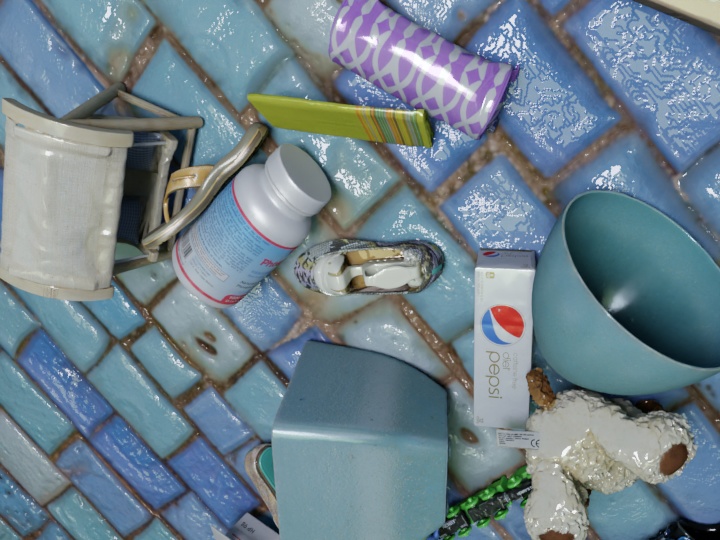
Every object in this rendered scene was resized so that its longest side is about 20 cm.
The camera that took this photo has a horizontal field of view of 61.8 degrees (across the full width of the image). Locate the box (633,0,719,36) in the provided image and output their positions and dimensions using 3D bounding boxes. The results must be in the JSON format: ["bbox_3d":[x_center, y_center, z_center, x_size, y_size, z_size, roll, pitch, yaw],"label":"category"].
[{"bbox_3d":[0.297,-0.254,0.511,0.196,0.095,0.079,26,117,8],"label":"box"}]

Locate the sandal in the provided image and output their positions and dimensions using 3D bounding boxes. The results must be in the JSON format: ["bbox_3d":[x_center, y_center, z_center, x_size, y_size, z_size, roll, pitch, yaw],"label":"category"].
[{"bbox_3d":[-0.189,-0.107,0.708,0.054,0.080,0.200,43,93,-14],"label":"sandal"}]

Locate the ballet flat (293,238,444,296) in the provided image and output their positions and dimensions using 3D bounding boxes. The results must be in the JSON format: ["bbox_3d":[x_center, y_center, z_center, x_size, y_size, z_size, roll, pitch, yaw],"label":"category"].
[{"bbox_3d":[0.000,0.000,0.720,0.195,0.072,0.074,-4,110,19],"label":"ballet flat"}]

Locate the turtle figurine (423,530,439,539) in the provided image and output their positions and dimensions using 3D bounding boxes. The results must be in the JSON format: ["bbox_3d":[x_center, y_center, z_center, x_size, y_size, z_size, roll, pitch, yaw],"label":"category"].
[{"bbox_3d":[0.009,0.389,0.794,0.192,0.141,0.206,2,79,54],"label":"turtle figurine"}]

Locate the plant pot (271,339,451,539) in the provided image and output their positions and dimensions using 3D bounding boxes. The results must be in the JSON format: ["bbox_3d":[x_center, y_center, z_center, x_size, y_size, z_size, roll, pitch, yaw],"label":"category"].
[{"bbox_3d":[0.012,0.224,0.744,0.194,0.197,0.201,2,112,7],"label":"plant pot"}]

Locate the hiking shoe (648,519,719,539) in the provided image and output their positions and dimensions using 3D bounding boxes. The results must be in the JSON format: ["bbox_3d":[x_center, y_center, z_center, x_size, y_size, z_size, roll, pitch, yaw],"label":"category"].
[{"bbox_3d":[0.381,0.348,0.744,0.195,0.074,0.089,-13,100,11],"label":"hiking shoe"}]

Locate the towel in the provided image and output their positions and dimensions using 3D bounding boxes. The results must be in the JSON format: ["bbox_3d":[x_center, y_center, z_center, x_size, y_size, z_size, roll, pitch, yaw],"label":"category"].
[{"bbox_3d":[-0.019,-0.167,0.654,0.194,0.086,0.019,10,83,14],"label":"towel"}]

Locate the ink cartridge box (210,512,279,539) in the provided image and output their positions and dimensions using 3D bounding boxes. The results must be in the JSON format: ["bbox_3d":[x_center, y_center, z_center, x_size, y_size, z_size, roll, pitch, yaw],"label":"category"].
[{"bbox_3d":[-0.144,0.454,0.910,0.114,0.066,0.205,14,127,39],"label":"ink cartridge box"}]

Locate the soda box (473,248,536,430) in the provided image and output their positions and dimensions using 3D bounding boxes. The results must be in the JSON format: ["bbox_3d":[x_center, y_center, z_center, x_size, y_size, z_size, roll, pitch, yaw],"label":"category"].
[{"bbox_3d":[0.167,0.080,0.702,0.066,0.064,0.206,2,112,15],"label":"soda box"}]

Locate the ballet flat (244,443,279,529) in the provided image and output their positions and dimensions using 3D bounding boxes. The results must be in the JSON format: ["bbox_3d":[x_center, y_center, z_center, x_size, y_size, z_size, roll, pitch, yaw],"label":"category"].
[{"bbox_3d":[-0.113,0.348,0.905,0.066,0.068,0.204,-19,100,43],"label":"ballet flat"}]

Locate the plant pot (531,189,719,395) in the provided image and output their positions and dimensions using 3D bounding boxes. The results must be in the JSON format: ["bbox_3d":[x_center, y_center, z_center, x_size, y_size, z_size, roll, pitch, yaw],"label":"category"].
[{"bbox_3d":[0.250,0.041,0.603,0.197,0.201,0.136,32,137,2],"label":"plant pot"}]

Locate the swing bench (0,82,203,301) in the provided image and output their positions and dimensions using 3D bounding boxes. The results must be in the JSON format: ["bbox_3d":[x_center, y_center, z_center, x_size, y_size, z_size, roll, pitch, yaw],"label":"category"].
[{"bbox_3d":[-0.302,-0.092,0.705,0.127,0.200,0.203,22,116,7],"label":"swing bench"}]

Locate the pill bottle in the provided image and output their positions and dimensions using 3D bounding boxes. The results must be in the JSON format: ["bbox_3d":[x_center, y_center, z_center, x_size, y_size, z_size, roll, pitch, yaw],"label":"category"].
[{"bbox_3d":[-0.128,-0.052,0.717,0.199,0.109,0.109,-39,96,27],"label":"pill bottle"}]

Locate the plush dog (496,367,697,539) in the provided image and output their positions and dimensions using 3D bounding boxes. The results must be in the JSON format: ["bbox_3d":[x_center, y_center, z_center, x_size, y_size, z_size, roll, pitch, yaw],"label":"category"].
[{"bbox_3d":[0.258,0.197,0.674,0.200,0.162,0.171,-44,139,15],"label":"plush dog"}]

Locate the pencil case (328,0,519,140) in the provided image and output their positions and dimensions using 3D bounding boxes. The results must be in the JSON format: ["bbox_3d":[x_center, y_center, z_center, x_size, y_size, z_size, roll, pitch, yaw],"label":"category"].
[{"bbox_3d":[0.063,-0.212,0.610,0.196,0.084,0.087,28,82,2],"label":"pencil case"}]

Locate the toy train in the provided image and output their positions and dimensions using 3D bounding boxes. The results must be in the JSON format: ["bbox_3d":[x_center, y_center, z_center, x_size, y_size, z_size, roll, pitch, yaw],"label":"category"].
[{"bbox_3d":[0.173,0.303,0.792,0.199,0.056,0.042,-38,83,27],"label":"toy train"}]
